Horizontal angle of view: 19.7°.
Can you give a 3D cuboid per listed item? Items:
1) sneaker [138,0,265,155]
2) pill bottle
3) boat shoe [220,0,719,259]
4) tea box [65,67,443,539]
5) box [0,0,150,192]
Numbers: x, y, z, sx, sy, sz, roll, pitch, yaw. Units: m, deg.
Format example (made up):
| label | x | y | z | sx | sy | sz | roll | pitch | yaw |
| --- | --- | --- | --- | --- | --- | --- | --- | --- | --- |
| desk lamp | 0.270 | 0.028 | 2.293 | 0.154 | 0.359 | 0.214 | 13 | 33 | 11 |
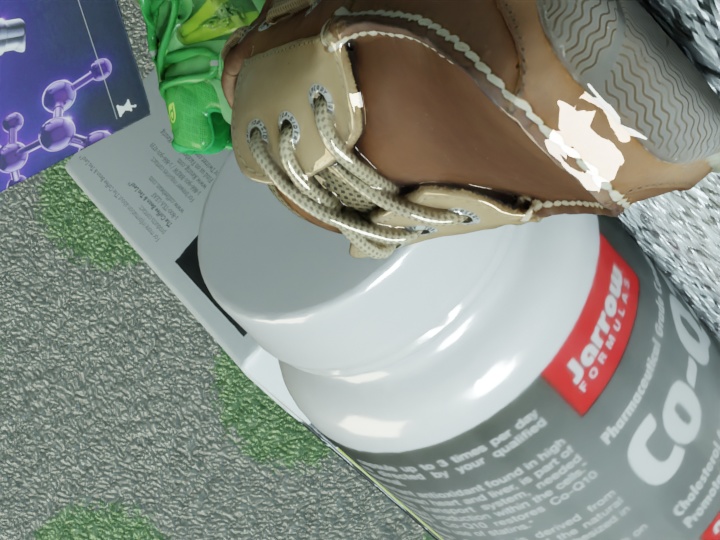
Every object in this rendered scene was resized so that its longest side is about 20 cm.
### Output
| label | x | y | z | sx | sy | sz | roll | pitch | yaw |
| --- | --- | --- | --- | --- | --- | --- | --- | --- | --- |
| sneaker | -0.053 | -0.087 | 0.776 | 0.200 | 0.084 | 0.074 | 45 | 180 | 7 |
| pill bottle | 0.045 | 0.027 | 0.665 | 0.200 | 0.114 | 0.114 | 44 | 179 | -40 |
| boat shoe | 0.014 | -0.033 | 0.413 | 0.076 | 0.072 | 0.200 | 44 | 180 | -13 |
| tea box | 0.000 | 0.000 | 0.974 | 0.197 | 0.134 | 0.200 | 45 | 179 | -42 |
| box | -0.170 | -0.117 | 0.716 | 0.079 | 0.141 | 0.201 | 40 | 154 | 44 |
